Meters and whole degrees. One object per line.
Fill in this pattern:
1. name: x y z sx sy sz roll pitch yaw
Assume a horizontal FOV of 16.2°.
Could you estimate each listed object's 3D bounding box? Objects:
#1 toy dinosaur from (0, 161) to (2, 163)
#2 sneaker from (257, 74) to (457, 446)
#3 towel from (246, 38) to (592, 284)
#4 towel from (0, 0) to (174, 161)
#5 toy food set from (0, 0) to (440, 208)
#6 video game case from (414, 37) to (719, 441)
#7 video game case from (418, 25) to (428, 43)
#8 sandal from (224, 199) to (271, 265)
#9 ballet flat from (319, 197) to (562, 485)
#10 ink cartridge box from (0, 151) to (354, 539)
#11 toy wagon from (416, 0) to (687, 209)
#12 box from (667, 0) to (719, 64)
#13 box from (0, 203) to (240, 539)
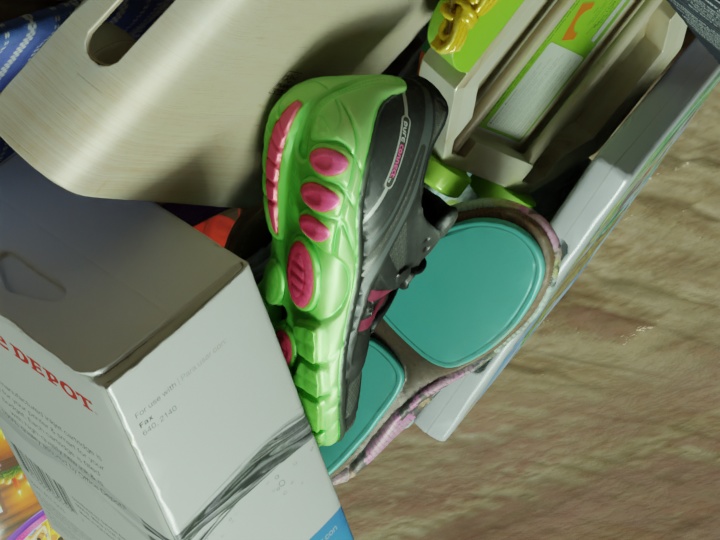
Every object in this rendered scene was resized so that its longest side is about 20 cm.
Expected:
1. toy dinosaur: -0.220 -0.021 1.156 0.136 0.102 0.200 -4 -165 8
2. sneaker: 0.000 0.000 1.060 0.084 0.077 0.200 -18 143 -27
3. towel: 0.032 -0.015 1.223 0.171 0.048 0.200 -51 154 1
4. towel: -0.110 -0.083 1.063 0.200 0.024 0.145 -21 169 -33
5. toy food set: -0.047 -0.097 1.012 0.144 0.060 0.200 -45 163 17
6. video game case: 0.111 -0.025 1.234 0.182 0.022 0.200 -57 174 35
7. video game case: 0.086 -0.143 1.149 0.143 0.018 0.200 -22 157 11
8. sandal: -0.015 -0.049 1.238 0.212 0.070 0.078 -22 142 -45
9. ballet flat: 0.028 0.025 1.142 0.200 0.069 0.071 -48 174 36
10. ink cartridge box: -0.094 0.059 1.083 0.086 0.146 0.200 -39 138 -22
11. toy wagon: 0.078 -0.100 1.089 0.155 0.040 0.200 -52 153 12
12. box: 0.207 -0.143 1.055 0.148 0.104 0.200 -49 152 3
13. box: -0.113 0.050 1.256 0.200 0.039 0.137 -27 120 -21
